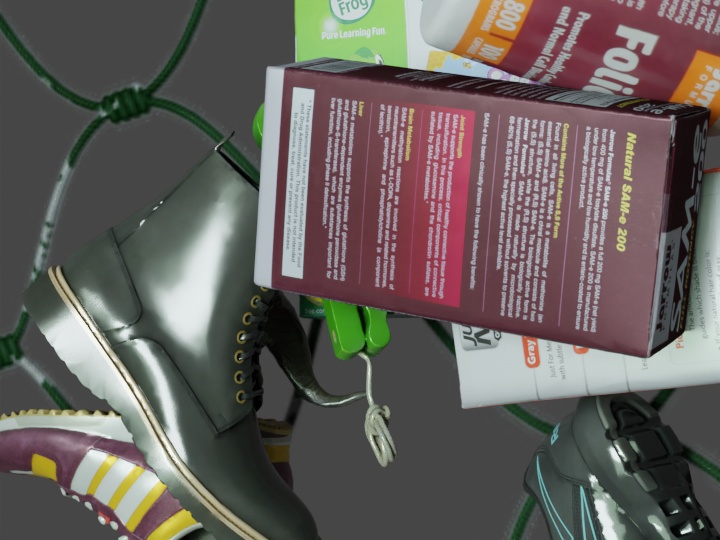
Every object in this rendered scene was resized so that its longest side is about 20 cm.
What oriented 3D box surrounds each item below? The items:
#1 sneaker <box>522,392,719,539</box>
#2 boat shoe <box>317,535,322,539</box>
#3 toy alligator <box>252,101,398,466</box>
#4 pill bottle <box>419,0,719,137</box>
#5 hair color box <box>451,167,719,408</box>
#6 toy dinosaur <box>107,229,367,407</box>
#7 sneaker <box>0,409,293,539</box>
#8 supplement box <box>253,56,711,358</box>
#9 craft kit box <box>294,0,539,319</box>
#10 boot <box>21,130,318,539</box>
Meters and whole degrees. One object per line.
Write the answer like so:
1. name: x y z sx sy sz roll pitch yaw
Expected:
1. sneaker: 0.151 0.158 0.934 0.079 0.075 0.201 -41 65 33
2. boat shoe: -0.075 0.223 1.015 0.200 0.072 0.068 -38 115 19
3. toy alligator: 0.000 0.000 0.968 0.054 0.059 0.201 -18 78 -17
4. pill bottle: 0.138 -0.130 0.876 0.199 0.114 0.115 17 97 -7
5. hair color box: 0.143 0.005 0.892 0.199 0.061 0.102 -7 91 24
6. toy dinosaur: -0.086 0.021 1.035 0.199 0.102 0.077 8 123 12
7. sneaker: -0.133 0.126 1.059 0.199 0.075 0.091 -2 83 27
8. supplement box: 0.053 -0.033 0.860 0.199 0.061 0.109 11 104 25
9. craft kit box: 0.061 -0.074 0.991 0.199 0.048 0.199 -3 85 25
10. boot: -0.057 0.044 0.944 0.138 0.077 0.200 -41 94 3
